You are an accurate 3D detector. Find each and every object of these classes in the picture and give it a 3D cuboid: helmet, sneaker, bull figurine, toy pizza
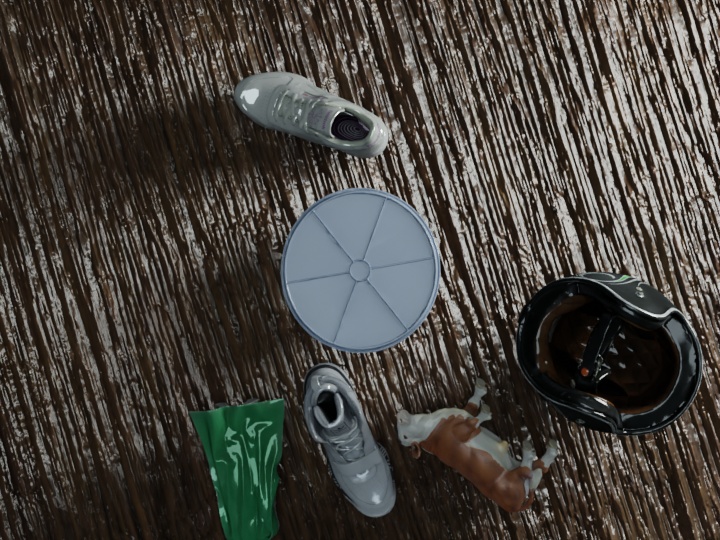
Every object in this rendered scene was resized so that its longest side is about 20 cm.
[{"bbox_3d":[0.292,0.096,1.585,0.198,0.189,0.203,-12,71,38],"label":"helmet"},{"bbox_3d":[-0.060,-0.196,1.650,0.197,0.100,0.076,18,92,4],"label":"sneaker"},{"bbox_3d":[-0.017,0.209,1.632,0.074,0.115,0.202,-24,88,2],"label":"sneaker"},{"bbox_3d":[0.139,0.210,1.643,0.199,0.065,0.122,37,123,-5],"label":"bull figurine"},{"bbox_3d":[0.000,0.000,1.677,0.197,0.032,0.204,0,89,1],"label":"toy pizza"}]

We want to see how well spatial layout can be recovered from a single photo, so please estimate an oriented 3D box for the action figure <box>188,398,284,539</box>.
[{"bbox_3d":[-0.140,0.262,1.668,0.116,0.055,0.203,-6,96,1],"label":"action figure"}]
